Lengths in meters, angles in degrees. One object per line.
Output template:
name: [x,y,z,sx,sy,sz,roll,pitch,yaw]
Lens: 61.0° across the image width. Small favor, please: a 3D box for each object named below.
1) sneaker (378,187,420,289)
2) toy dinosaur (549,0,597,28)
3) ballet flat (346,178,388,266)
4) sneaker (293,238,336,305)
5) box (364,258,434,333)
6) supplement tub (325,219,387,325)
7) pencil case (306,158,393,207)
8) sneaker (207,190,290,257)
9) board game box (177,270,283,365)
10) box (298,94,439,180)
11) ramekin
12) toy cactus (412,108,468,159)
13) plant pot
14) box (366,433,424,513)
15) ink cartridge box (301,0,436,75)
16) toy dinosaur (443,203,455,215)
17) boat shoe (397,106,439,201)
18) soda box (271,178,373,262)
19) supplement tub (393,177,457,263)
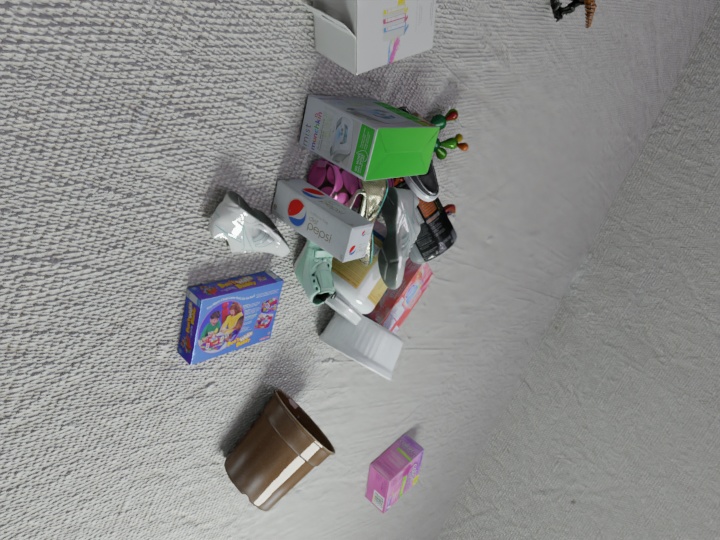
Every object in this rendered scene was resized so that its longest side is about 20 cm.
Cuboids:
sneaker: [0.085,-0.063,1.241,0.078,0.070,0.207,-4,104,-37]
toy dinosaur: [0.542,-0.699,1.532,0.103,0.132,0.204,55,28,-41]
ballet flat: [0.000,-0.098,1.197,0.073,0.069,0.204,-2,128,-19]
sneaker: [-0.064,-0.024,1.202,0.072,0.120,0.203,-5,138,-33]
box: [0.089,0.052,1.558,0.202,0.094,0.103,-54,149,-8]
supplement tub: [0.000,0.000,1.338,0.202,0.143,0.145,-54,149,-7]
pencil case: [-0.019,-0.175,1.221,0.197,0.089,0.097,-6,114,-51]
sneaker: [-0.197,-0.066,1.086,0.080,0.071,0.200,-44,147,6]
board game box: [-0.242,0.085,1.155,0.197,0.044,0.138,-14,127,-50]
box: [0.016,-0.245,1.124,0.197,0.175,0.099,-15,130,-48]
ramekin: [0.006,0.167,1.446,0.100,0.197,0.200,-61,149,-7]
toy cactus: [0.159,-0.292,1.389,0.202,0.102,0.164,-51,139,4]
plant pot: [-0.190,0.413,1.385,0.199,0.200,0.201,-46,148,-5]
box: [0.121,0.718,2.166,0.198,0.095,0.180,-29,138,-41]
ink cartridge box: [0.012,-0.421,1.002,0.197,0.128,0.128,-28,138,-27]
toy dinosaur: [0.153,-0.090,1.475,0.178,0.206,0.104,-21,148,27]
boat shoe: [0.117,-0.244,1.263,0.069,0.205,0.066,-23,180,-30]
soda box: [-0.072,-0.094,1.101,0.063,0.198,0.070,-15,130,-49]
supplement tub: [0.122,-0.130,1.356,0.122,0.121,0.204,-38,106,-29]
